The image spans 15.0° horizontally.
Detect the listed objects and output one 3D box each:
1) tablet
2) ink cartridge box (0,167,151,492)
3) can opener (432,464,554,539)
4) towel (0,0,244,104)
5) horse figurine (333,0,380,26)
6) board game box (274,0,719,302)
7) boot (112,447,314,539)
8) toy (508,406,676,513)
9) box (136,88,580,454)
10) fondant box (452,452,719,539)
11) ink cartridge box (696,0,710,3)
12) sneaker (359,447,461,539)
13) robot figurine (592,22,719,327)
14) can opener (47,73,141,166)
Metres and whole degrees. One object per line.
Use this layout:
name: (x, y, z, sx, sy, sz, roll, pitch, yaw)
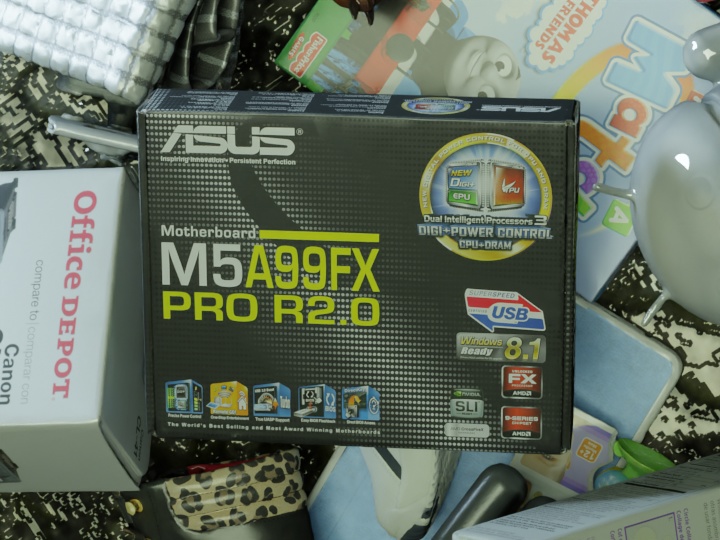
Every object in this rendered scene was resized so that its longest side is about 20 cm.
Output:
tablet: (0.059, 0.096, 1.378, 0.130, 0.014, 0.200, 32, 100, 7)
ink cartridge box: (-0.206, 0.031, 1.364, 0.200, 0.086, 0.148, -3, 63, 13)
can opener: (0.021, 0.182, 1.295, 0.053, 0.067, 0.200, 37, 92, 16)
towel: (-0.129, -0.176, 1.336, 0.200, 0.086, 0.166, 21, 92, 33)
horse figurine: (-0.018, -0.228, 1.340, 0.200, 0.050, 0.133, 44, 107, 24)
board game box: (0.081, -0.104, 1.350, 0.200, 0.037, 0.151, 37, 99, 6)
boot: (-0.097, 0.179, 1.381, 0.200, 0.073, 0.151, -13, 90, 18)
toy: (0.096, 0.176, 1.348, 0.115, 0.047, 0.200, 28, 99, 0)
box: (0.000, 0.000, 1.252, 0.200, 0.044, 0.160, 2, 109, 6)
fondant box: (0.144, 0.172, 1.275, 0.058, 0.200, 0.144, 4, 103, 55)
ink cartridge box: (0.191, -0.231, 1.236, 0.146, 0.200, 0.083, -15, 51, 12)
sneaker: (-0.016, 0.034, 1.332, 0.129, 0.080, 0.199, 6, 119, 14)
robot figurine: (0.211, -0.042, 1.274, 0.200, 0.113, 0.170, -21, 86, -6)
can opener: (-0.061, -0.068, 1.372, 0.200, 0.053, 0.067, 12, 96, 9)
